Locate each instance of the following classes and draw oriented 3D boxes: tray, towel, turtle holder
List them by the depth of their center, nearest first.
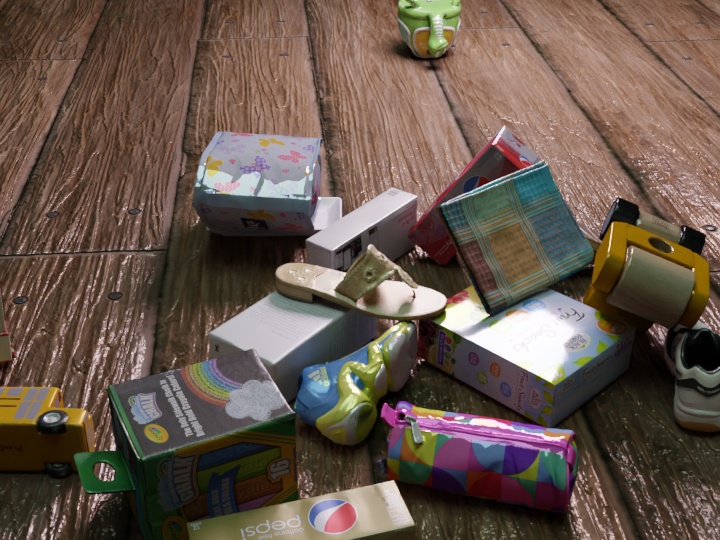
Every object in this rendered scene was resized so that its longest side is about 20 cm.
[{"bbox_3d":[0.194,-0.044,1.275,0.199,0.148,0.022,-23,-6,-37],"label":"towel"},{"bbox_3d":[-0.126,-0.077,1.555,0.198,0.022,0.108,0,31,-1],"label":"tray"},{"bbox_3d":[0.156,-0.523,2.219,0.140,0.133,0.185,-19,36,-32],"label":"turtle holder"}]

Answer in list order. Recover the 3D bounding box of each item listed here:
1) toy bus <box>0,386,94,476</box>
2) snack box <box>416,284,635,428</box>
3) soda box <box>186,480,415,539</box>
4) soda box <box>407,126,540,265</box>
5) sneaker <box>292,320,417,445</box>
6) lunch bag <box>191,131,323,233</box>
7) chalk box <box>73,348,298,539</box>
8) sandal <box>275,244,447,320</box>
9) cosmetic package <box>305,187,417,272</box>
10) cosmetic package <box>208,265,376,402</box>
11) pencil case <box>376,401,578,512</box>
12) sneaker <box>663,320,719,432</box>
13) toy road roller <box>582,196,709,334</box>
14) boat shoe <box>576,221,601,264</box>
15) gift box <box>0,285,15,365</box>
[{"bbox_3d":[-0.378,0.166,1.091,0.198,0.066,0.078,0,28,1],"label":"toy bus"},{"bbox_3d":[0.194,0.085,1.231,0.199,0.068,0.168,27,39,36],"label":"snack box"},{"bbox_3d":[-0.052,0.253,0.937,0.198,0.068,0.064,-8,30,-14],"label":"soda box"},{"bbox_3d":[0.151,-0.098,1.415,0.070,0.200,0.064,39,38,-3],"label":"soda box"},{"bbox_3d":[-0.010,0.111,1.176,0.104,0.076,0.200,13,33,22],"label":"sneaker"},{"bbox_3d":[-0.143,-0.119,1.483,0.168,0.128,0.200,3,20,0],"label":"lunch bag"},{"bbox_3d":[-0.173,0.179,1.011,0.198,0.125,0.125,-14,33,-21],"label":"chalk box"},{"bbox_3d":[-0.001,0.003,1.224,0.209,0.070,0.078,9,31,14],"label":"sandal"},{"bbox_3d":[0.005,-0.037,1.427,0.050,0.083,0.200,22,37,30],"label":"cosmetic package"},{"bbox_3d":[-0.076,0.077,1.238,0.101,0.072,0.199,21,35,31],"label":"cosmetic package"},{"bbox_3d":[0.117,0.185,1.041,0.198,0.089,0.089,8,31,11],"label":"pencil case"},{"bbox_3d":[0.394,0.095,1.193,0.075,0.088,0.200,3,28,8],"label":"sneaker"},{"bbox_3d":[0.331,0.021,1.247,0.122,0.147,0.200,23,31,4],"label":"toy road roller"},{"bbox_3d":[0.270,-0.031,1.432,0.198,0.073,0.072,15,21,-18],"label":"boat shoe"},{"bbox_3d":[-0.500,0.035,1.188,0.183,0.189,0.200,-7,15,-16],"label":"gift box"}]
